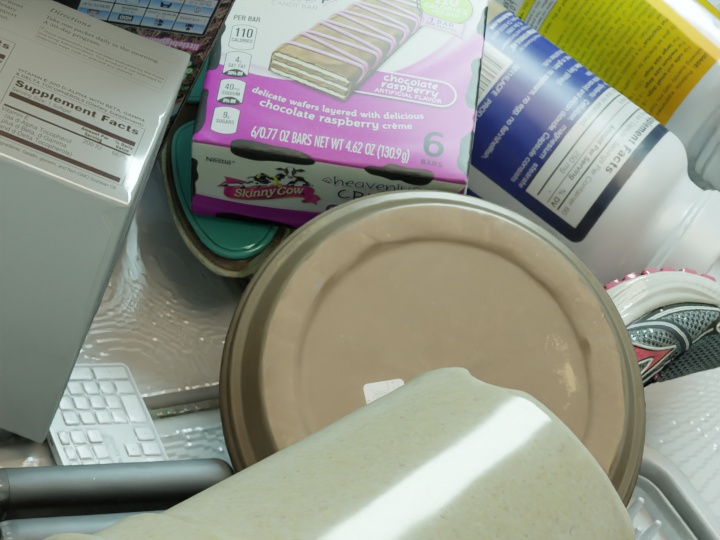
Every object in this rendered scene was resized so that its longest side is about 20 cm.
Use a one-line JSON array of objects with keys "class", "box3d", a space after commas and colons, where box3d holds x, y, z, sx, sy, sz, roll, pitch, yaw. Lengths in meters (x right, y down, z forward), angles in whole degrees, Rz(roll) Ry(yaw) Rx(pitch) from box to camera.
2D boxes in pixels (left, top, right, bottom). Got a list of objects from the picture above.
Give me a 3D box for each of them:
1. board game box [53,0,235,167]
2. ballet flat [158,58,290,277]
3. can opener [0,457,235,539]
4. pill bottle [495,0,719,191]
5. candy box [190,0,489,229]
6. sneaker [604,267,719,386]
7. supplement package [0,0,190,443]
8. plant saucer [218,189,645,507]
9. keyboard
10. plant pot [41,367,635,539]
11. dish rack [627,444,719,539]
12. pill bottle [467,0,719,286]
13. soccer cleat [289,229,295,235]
[{"class": "board game box", "box3d": [-0.158, -0.137, 0.952, 0.158, 0.200, 0.097, 5, 48, -28]}, {"class": "ballet flat", "box3d": [-0.078, -0.068, 1.040, 0.067, 0.063, 0.201, -9, 56, -11]}, {"class": "can opener", "box3d": [-0.138, 0.101, 0.823, 0.199, 0.067, 0.053, 4, 48, -28]}, {"class": "pill bottle", "box3d": [0.180, -0.138, 1.238, 0.200, 0.110, 0.109, 42, 41, 13]}, {"class": "candy box", "box3d": [-0.005, -0.114, 1.006, 0.135, 0.061, 0.201, 8, 54, 0]}, {"class": "sneaker", "box3d": [0.119, 0.055, 0.984, 0.199, 0.081, 0.075, -13, 61, -37]}, {"class": "supplement package", "box3d": [-0.197, -0.044, 0.861, 0.199, 0.156, 0.111, 22, 42, -5]}, {"class": "plant saucer", "box3d": [0.036, 0.054, 0.887, 0.198, 0.029, 0.202, 4, 71, -11]}, {"class": "keyboard", "box3d": [-0.094, 0.120, 0.878, 0.056, 0.011, 0.201, -3, 51, -34]}, {"class": "plant pot", "box3d": [0.002, 0.136, 0.743, 0.183, 0.201, 0.200, -35, 71, -33]}, {"class": "dish rack", "box3d": [0.111, 0.171, 0.928, 0.199, 0.044, 0.172, -12, 55, -39]}, {"class": "pill bottle", "box3d": [0.108, -0.052, 1.100, 0.200, 0.116, 0.116, 38, 40, 8]}, {"class": "soccer cleat", "box3d": [0.000, 0.000, 1.026, 0.081, 0.068, 0.201, 10, 50, -37]}]
